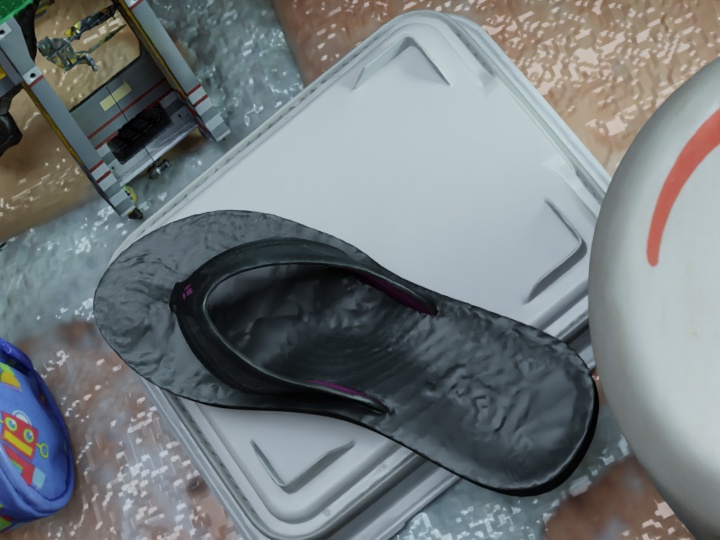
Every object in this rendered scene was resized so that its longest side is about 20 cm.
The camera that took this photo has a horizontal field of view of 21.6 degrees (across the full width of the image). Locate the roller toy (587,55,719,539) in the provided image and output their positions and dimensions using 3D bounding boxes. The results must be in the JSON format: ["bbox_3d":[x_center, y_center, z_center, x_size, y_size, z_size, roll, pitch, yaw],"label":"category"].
[{"bbox_3d":[0.167,0.017,0.619,0.200,0.140,0.183,-41,64,1],"label":"roller toy"}]

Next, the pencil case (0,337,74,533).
[{"bbox_3d":[-0.215,0.086,0.754,0.198,0.078,0.088,-19,65,10],"label":"pencil case"}]

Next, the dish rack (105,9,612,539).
[{"bbox_3d":[0.000,0.000,0.734,0.199,0.044,0.172,-39,64,1],"label":"dish rack"}]

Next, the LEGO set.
[{"bbox_3d":[-0.150,-0.061,0.786,0.200,0.116,0.153,-44,34,-16],"label":"LEGO set"}]

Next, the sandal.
[{"bbox_3d":[-0.010,0.021,0.679,0.198,0.048,0.076,15,77,21],"label":"sandal"}]
